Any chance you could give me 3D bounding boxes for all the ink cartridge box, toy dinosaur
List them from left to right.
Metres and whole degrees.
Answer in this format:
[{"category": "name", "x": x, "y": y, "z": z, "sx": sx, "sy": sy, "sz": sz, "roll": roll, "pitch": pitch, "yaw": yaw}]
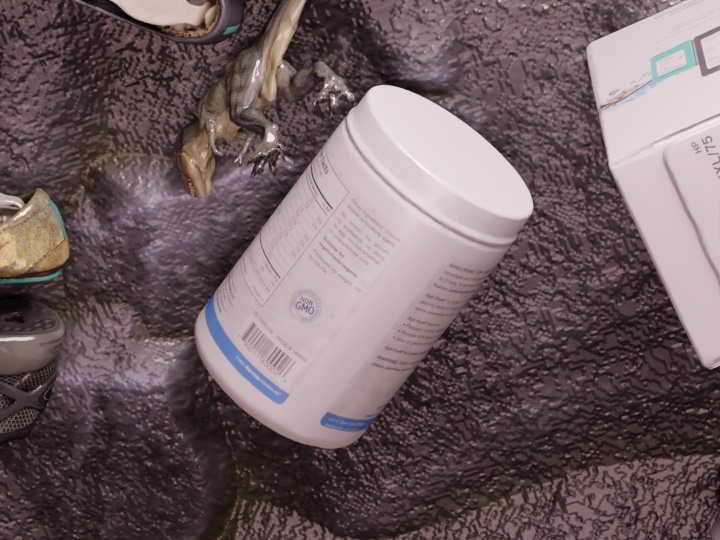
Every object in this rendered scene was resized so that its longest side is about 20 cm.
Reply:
[{"category": "toy dinosaur", "x": -0.054, "y": -0.111, "z": 1.621, "sx": 0.047, "sy": 0.088, "sz": 0.200, "roll": 15, "pitch": 120, "yaw": -44}, {"category": "ink cartridge box", "x": 0.232, "y": -0.068, "z": 1.570, "sx": 0.146, "sy": 0.200, "sz": 0.147, "roll": -23, "pitch": 112, "yaw": 11}]

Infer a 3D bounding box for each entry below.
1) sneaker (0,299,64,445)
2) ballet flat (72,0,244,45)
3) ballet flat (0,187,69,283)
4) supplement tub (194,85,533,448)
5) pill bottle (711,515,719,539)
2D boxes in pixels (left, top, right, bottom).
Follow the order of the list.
[{"category": "sneaker", "x": -0.294, "y": 0.080, "z": 1.701, "sx": 0.199, "sy": 0.076, "sz": 0.114, "roll": -1, "pitch": 116, "yaw": -21}, {"category": "ballet flat", "x": -0.163, "y": -0.188, "z": 1.597, "sx": 0.200, "sy": 0.073, "sz": 0.073, "roll": 24, "pitch": 113, "yaw": -9}, {"category": "ballet flat", "x": -0.287, "y": -0.017, "z": 1.680, "sx": 0.200, "sy": 0.071, "sz": 0.071, "roll": -8, "pitch": 114, "yaw": -1}, {"category": "supplement tub", "x": 0.000, "y": 0.000, "z": 1.645, "sx": 0.132, "sy": 0.132, "sz": 0.200, "roll": 33, "pitch": 111, "yaw": -13}, {"category": "pill bottle", "x": 0.327, "y": 0.129, "z": 1.705, "sx": 0.113, "sy": 0.113, "sz": 0.200, "roll": 35, "pitch": 110, "yaw": -14}]
